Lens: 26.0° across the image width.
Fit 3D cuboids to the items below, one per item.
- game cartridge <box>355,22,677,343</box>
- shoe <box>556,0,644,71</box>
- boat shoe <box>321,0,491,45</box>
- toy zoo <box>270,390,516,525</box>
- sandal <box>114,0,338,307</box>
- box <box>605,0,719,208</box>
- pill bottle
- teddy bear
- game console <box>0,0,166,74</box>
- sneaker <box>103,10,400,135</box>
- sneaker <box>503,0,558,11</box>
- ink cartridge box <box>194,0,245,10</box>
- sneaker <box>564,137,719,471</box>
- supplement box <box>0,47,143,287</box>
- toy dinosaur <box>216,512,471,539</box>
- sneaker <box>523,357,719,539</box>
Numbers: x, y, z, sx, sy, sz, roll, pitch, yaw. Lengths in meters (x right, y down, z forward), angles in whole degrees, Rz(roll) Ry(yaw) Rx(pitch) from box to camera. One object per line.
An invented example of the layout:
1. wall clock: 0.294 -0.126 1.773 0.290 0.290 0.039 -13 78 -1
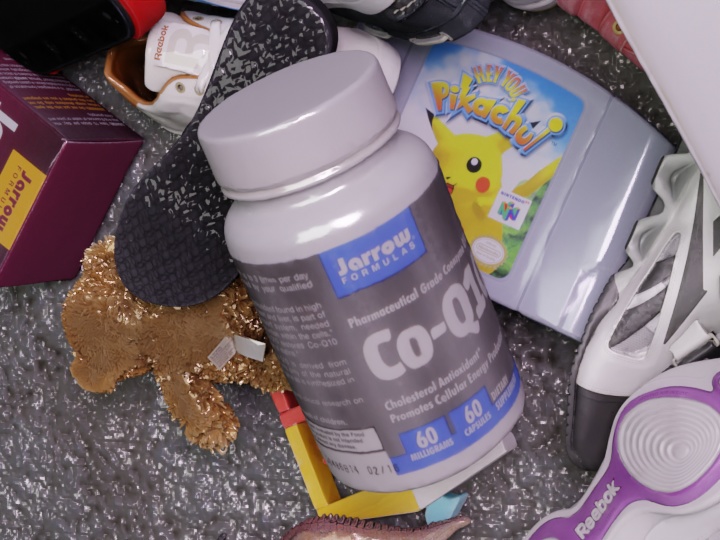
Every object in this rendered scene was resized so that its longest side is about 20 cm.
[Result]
1. game cartridge: 0.065 -0.059 0.853 0.199 0.040 0.134 25 89 21
2. shoe: 0.181 -0.192 0.777 0.091 0.071 0.201 37 114 13
3. boat shoe: 0.016 -0.156 0.822 0.060 0.200 0.076 26 104 -18
4. toy zoo: 0.008 0.062 0.912 0.131 0.020 0.201 -25 83 26
5. sandal: -0.068 -0.063 0.844 0.075 0.045 0.201 33 112 3
6. box: 0.213 -0.124 0.636 0.171 0.199 0.201 -27 99 27
7. pill bottle: 0.000 0.000 0.783 0.113 0.114 0.201 -11 116 27
8. teddy bear: -0.078 0.029 0.912 0.199 0.067 0.146 -20 95 29
9. game console: -0.206 -0.186 0.876 0.177 0.031 0.200 44 158 -21
10. sneaker: -0.070 -0.106 0.870 0.199 0.084 0.073 1 72 43
11. sneaker: 0.076 -0.239 0.817 0.075 0.088 0.201 -14 87 25
12. ink cartridge box: -0.123 -0.237 0.899 0.199 0.086 0.148 17 102 35
13. sneaker: 0.170 0.024 0.798 0.088 0.074 0.201 28 106 24
14. supplement box: -0.251 -0.092 0.994 0.200 0.086 0.111 38 109 19
15. toy dinosaur: -0.034 0.185 0.901 0.200 0.086 0.136 -48 68 22
16. sneaker: 0.160 0.118 0.800 0.200 0.099 0.075 -51 46 28
